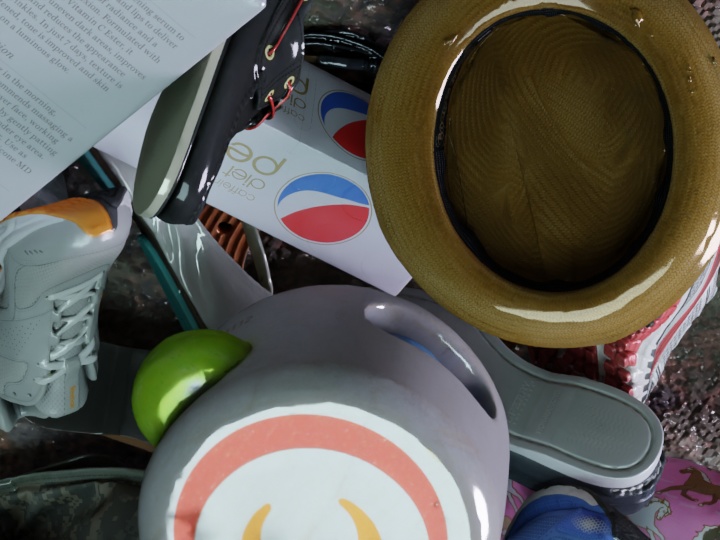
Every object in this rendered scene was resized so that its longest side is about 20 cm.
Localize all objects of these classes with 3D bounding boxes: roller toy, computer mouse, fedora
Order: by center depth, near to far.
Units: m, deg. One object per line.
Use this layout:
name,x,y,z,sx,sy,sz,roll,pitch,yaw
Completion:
fedora,0.098,-0.063,1.460,0.200,0.082,0.201,1,95,7
roller toy,-0.016,0.109,1.491,0.182,0.140,0.201,-2,113,7
computer mouse,0.058,-0.103,1.509,0.199,0.034,0.059,-1,130,1

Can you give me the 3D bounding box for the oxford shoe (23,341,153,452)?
oxford shoe,-0.102,0.075,1.636,0.199,0.071,0.072,18,89,-10

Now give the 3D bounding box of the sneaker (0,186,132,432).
sneaker,-0.154,0.023,1.500,0.075,0.092,0.200,-15,167,-25

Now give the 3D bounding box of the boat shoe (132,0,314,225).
boat shoe,-0.056,-0.103,1.405,0.063,0.202,0.074,30,146,-17

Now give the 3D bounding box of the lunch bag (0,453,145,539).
lunch bag,-0.125,0.191,1.683,0.199,0.118,0.164,9,149,37

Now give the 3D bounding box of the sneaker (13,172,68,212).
sneaker,-0.262,-0.055,1.516,0.129,0.080,0.199,-38,131,17

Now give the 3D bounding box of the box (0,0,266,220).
box,-0.148,-0.144,1.398,0.200,0.153,0.106,-37,120,25

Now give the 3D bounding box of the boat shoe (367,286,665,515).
boat shoe,0.070,0.075,1.577,0.200,0.076,0.060,30,153,20

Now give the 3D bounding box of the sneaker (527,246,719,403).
sneaker,0.154,0.022,1.581,0.078,0.082,0.200,48,147,16

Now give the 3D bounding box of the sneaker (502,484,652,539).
sneaker,0.084,0.185,1.564,0.078,0.089,0.200,39,136,-11

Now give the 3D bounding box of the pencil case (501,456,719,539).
pencil case,0.152,0.147,1.617,0.199,0.083,0.087,10,133,19

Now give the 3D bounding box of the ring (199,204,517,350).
ring,0.000,0.000,1.603,0.200,0.019,0.201,-1,130,-1

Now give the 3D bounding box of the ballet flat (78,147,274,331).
ballet flat,-0.101,-0.039,1.537,0.069,0.069,0.200,-26,107,20

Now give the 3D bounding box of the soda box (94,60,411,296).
soda box,-0.045,-0.067,1.492,0.200,0.064,0.068,26,131,-20
